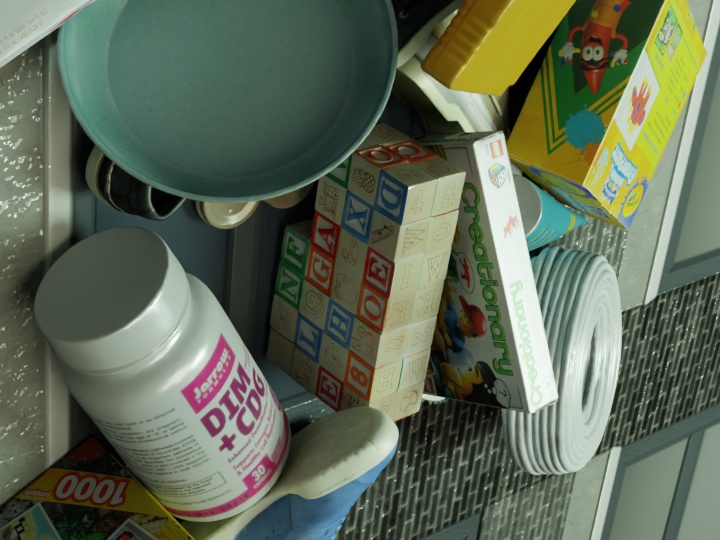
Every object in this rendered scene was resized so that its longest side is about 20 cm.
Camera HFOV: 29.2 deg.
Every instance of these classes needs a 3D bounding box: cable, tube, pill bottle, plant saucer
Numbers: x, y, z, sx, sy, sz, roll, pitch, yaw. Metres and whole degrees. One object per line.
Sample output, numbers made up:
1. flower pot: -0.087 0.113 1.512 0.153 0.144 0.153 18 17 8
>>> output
1. cable: 0.176 0.081 1.208 0.200 0.069 0.201 -53 145 -52
2. tube: 0.133 -0.037 1.102 0.077 0.051 0.200 -18 171 14
3. pill bottle: -0.130 0.071 0.927 0.113 0.113 0.201 -42 137 -15
4. plant saucer: -0.078 -0.129 0.820 0.200 0.200 0.036 -42 170 -15

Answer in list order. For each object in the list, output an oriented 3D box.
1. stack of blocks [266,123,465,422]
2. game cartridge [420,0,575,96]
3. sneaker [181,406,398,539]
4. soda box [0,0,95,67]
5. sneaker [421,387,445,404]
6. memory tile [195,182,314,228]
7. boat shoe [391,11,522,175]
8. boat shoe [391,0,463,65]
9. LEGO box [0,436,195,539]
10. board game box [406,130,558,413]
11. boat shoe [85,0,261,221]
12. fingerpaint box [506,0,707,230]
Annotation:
1. stack of blocks: 0.000 0.000 0.999 0.058 0.115 0.201 -17 129 -40
2. game cartridge: 0.120 -0.197 0.848 0.200 0.032 0.176 -53 170 14
3. sneaker: -0.031 0.186 1.000 0.199 0.077 0.111 -36 112 17
4. soda box: -0.146 -0.191 0.767 0.200 0.068 0.064 -41 104 -18
5. sneaker: 0.062 0.060 1.149 0.199 0.077 0.087 7 99 -53
6. memory tile: -0.055 -0.132 0.945 0.153 0.017 0.201 -24 130 -32
7. boat shoe: 0.082 -0.126 1.036 0.069 0.075 0.200 -55 145 -7
8. boat shoe: 0.031 -0.199 0.865 0.066 0.075 0.199 3 156 -28
9. LEGO box: -0.174 0.228 0.921 0.149 0.200 0.077 -39 137 -19
10. board game box: 0.073 0.000 1.017 0.034 0.126 0.202 -22 105 -34
11. boat shoe: -0.086 -0.111 0.867 0.199 0.066 0.075 -46 137 -11
12. fingerpaint box: 0.196 -0.135 1.086 0.168 0.073 0.200 -66 158 2
